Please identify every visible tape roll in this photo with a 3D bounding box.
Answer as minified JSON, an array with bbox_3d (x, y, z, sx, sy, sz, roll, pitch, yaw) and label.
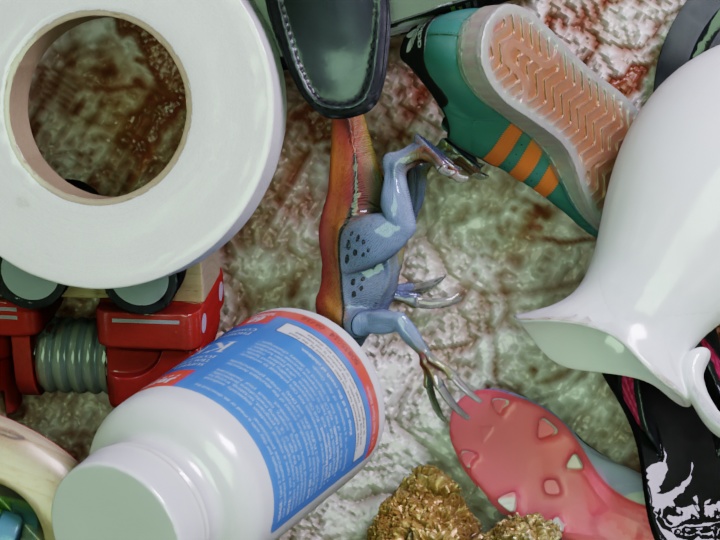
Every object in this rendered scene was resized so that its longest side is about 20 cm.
[{"bbox_3d":[-0.141,-0.089,1.438,0.203,0.037,0.203,1,95,11],"label":"tape roll"}]

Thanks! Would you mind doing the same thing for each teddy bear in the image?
[{"bbox_3d":[0.084,0.204,1.521,0.200,0.067,0.145,49,139,-4],"label":"teddy bear"}]

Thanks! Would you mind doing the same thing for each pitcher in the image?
[{"bbox_3d":[0.206,-0.013,1.441,0.171,0.121,0.200,30,82,25],"label":"pitcher"}]

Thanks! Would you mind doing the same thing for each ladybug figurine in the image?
[{"bbox_3d":[-0.218,0.139,1.471,0.200,0.072,0.136,24,106,2],"label":"ladybug figurine"}]

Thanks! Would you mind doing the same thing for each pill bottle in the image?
[{"bbox_3d":[-0.079,0.103,1.433,0.112,0.200,0.112,11,114,26],"label":"pill bottle"}]

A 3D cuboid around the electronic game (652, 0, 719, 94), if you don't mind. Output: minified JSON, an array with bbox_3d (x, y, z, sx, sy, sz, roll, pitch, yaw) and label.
[{"bbox_3d":[0.271,-0.098,1.525,0.200,0.042,0.200,1,97,11],"label":"electronic game"}]

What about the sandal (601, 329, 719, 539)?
[{"bbox_3d":[0.181,0.073,1.500,0.075,0.045,0.200,-9,61,-7],"label":"sandal"}]

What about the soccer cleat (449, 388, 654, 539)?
[{"bbox_3d":[0.141,0.136,1.540,0.200,0.076,0.067,30,94,17],"label":"soccer cleat"}]

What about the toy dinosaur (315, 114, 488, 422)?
[{"bbox_3d":[0.000,0.000,1.516,0.200,0.105,0.182,39,104,-2],"label":"toy dinosaur"}]

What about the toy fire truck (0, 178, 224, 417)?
[{"bbox_3d":[-0.174,0.061,1.534,0.176,0.129,0.200,2,113,8],"label":"toy fire truck"}]

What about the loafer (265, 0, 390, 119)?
[{"bbox_3d":[-0.025,-0.180,1.401,0.068,0.070,0.201,-8,93,4],"label":"loafer"}]

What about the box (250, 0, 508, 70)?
[{"bbox_3d":[-0.004,-0.205,1.496,0.200,0.124,0.149,-17,91,3],"label":"box"}]

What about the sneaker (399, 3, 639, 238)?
[{"bbox_3d":[0.100,-0.085,1.502,0.200,0.080,0.071,46,63,-37],"label":"sneaker"}]
